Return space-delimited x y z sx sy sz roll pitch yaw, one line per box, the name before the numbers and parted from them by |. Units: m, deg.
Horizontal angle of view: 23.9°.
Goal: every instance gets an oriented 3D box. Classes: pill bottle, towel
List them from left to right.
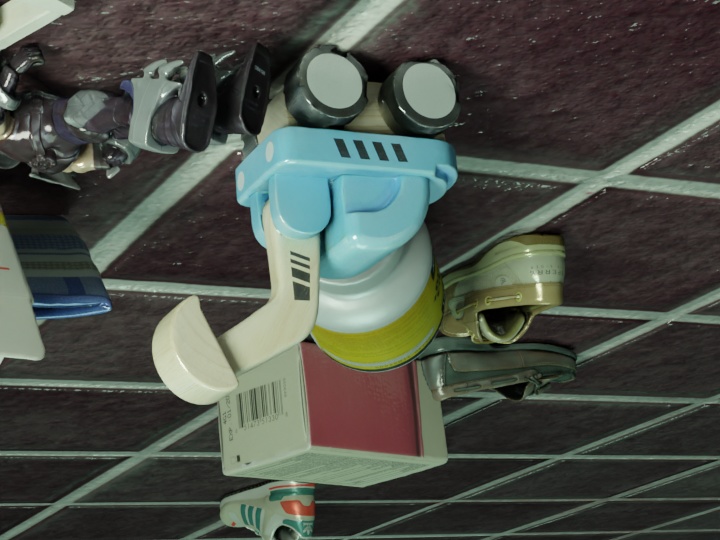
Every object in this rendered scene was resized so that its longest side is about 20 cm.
towel | -0.249 -0.002 1.118 0.147 0.024 0.200 -1 -163 -18
pill bottle | 0.000 0.000 1.234 0.112 0.112 0.200 -8 163 5

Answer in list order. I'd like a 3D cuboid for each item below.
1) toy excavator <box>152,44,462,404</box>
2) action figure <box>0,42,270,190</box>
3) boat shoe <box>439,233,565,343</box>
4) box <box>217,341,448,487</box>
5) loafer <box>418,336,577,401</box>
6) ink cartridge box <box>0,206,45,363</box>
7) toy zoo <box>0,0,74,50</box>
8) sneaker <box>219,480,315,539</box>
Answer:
toy excavator | -0.029 -0.023 1.005 0.194 0.200 0.100 2 160 -26
action figure | -0.151 -0.090 0.979 0.200 0.070 0.130 -4 173 33
boat shoe | 0.113 0.029 1.440 0.074 0.067 0.200 0 162 -19
box | -0.028 0.146 1.696 0.128 0.109 0.200 -22 157 40
loafer | 0.139 0.107 1.704 0.200 0.063 0.072 8 158 -37
ink cartridge box | -0.263 -0.007 0.966 0.116 0.200 0.068 8 130 -36
toy zoo | -0.242 -0.135 0.875 0.200 0.021 0.131 -20 158 37
sneaker | -0.128 0.343 2.313 0.070 0.094 0.200 8 158 -37
